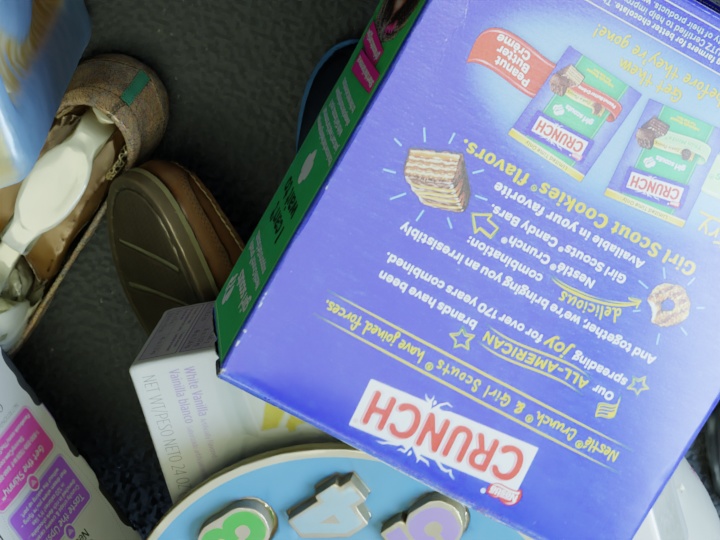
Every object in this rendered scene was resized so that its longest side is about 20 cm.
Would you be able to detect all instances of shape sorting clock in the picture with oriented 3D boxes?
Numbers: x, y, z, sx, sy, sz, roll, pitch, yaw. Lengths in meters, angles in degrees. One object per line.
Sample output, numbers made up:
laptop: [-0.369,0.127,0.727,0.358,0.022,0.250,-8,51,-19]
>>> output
shape sorting clock: [-0.004,0.163,1.082,0.198,0.039,0.201,5,116,11]

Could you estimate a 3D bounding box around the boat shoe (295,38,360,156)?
boat shoe: [0.000,0.000,1.140,0.084,0.069,0.202,-5,91,-26]

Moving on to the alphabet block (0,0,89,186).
alphabet block: [-0.243,-0.126,1.067,0.199,0.196,0.197,-16,110,9]

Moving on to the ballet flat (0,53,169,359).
ballet flat: [-0.158,-0.012,1.186,0.068,0.067,0.200,32,110,-7]

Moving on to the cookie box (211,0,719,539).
cookie box: [0.064,-0.019,0.965,0.170,0.075,0.201,28,104,-11]

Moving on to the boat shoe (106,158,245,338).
boat shoe: [-0.051,0.025,1.197,0.068,0.072,0.201,-37,126,-23]

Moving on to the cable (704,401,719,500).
cable: [0.175,0.043,1.224,0.097,0.050,0.200,-34,96,42]

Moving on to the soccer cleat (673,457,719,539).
soccer cleat: [0.102,0.073,1.197,0.200,0.070,0.086,43,149,-14]

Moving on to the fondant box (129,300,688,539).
fondant box: [0.021,0.075,1.090,0.199,0.058,0.145,-11,110,16]

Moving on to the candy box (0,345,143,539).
candy box: [-0.204,0.114,1.206,0.167,0.072,0.200,-21,112,38]
